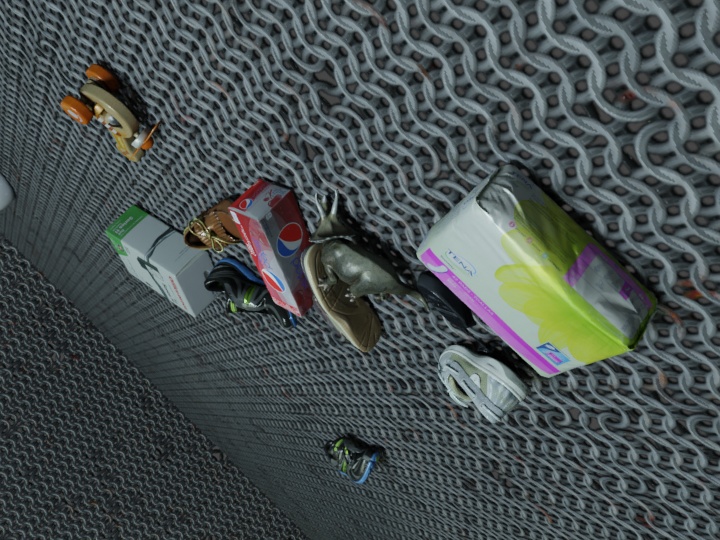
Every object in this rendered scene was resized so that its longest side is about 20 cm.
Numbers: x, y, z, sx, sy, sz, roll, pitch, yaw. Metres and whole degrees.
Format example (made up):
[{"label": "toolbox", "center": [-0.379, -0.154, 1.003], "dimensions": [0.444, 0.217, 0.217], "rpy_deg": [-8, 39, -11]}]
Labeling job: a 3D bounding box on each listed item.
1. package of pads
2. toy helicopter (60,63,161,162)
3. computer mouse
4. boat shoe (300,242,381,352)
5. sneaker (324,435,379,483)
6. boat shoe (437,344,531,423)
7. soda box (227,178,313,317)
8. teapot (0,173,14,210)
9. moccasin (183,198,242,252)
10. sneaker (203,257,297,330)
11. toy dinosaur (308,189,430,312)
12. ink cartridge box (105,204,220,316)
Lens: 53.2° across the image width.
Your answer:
[{"label": "package of pads", "center": [0.163, 0.007, 0.690], "dimensions": [0.200, 0.068, 0.155], "rpy_deg": [42, 155, -1]}, {"label": "toy helicopter", "center": [-0.364, -0.217, 1.112], "dimensions": [0.132, 0.079, 0.200], "rpy_deg": [31, 164, 4]}, {"label": "computer mouse", "center": [0.139, 0.067, 0.866], "dimensions": [0.200, 0.034, 0.059], "rpy_deg": [47, 168, -24]}, {"label": "boat shoe", "center": [-0.038, 0.040, 1.022], "dimensions": [0.065, 0.072, 0.200], "rpy_deg": [9, 145, 41]}, {"label": "sneaker", "center": [-0.025, 0.398, 1.530], "dimensions": [0.083, 0.071, 0.199], "rpy_deg": [42, 158, -14]}, {"label": "boat shoe", "center": [0.140, 0.143, 0.904], "dimensions": [0.074, 0.065, 0.202], "rpy_deg": [44, 170, -14]}, {"label": "soda box", "center": [-0.111, -0.029, 1.017], "dimensions": [0.063, 0.070, 0.200], "rpy_deg": [23, 148, 33]}, {"label": "teapot", "center": [-1.072, -0.226, 1.986], "dimensions": [0.197, 0.146, 0.200], "rpy_deg": [31, 151, 22]}, {"label": "moccasin", "center": [-0.225, -0.065, 1.114], "dimensions": [0.201, 0.078, 0.074], "rpy_deg": [1, 133, 54]}, {"label": "sneaker", "center": [-0.188, 0.052, 1.235], "dimensions": [0.199, 0.083, 0.071], "rpy_deg": [29, 152, 25]}, {"label": "toy dinosaur", "center": [0.000, 0.000, 0.901], "dimensions": [0.200, 0.077, 0.102], "rpy_deg": [43, 161, 7]}, {"label": "ink cartridge box", "center": [-0.378, -0.017, 1.397], "dimensions": [0.200, 0.083, 0.147], "rpy_deg": [29, 152, 25]}]
